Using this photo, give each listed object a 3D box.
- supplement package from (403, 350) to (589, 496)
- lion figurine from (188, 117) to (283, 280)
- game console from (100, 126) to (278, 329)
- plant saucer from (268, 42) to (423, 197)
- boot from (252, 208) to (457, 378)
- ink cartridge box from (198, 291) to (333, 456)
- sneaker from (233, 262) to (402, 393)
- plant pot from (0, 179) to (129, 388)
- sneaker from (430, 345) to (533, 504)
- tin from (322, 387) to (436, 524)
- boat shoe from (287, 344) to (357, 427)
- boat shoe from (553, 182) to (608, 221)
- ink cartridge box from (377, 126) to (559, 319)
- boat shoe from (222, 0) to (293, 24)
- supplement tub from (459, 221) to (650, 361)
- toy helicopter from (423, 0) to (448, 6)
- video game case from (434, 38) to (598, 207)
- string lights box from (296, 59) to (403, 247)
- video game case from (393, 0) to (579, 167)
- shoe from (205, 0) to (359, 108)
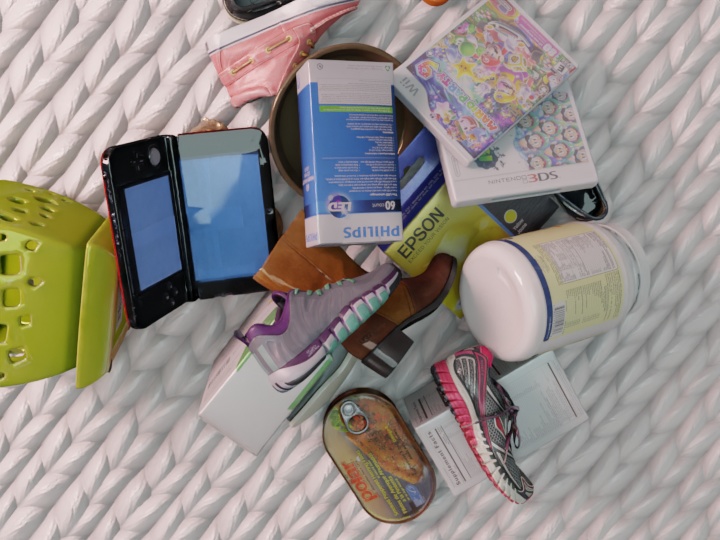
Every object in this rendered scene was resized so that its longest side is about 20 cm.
[{"bbox_3d":[0.172,0.181,0.988,0.199,0.110,0.114,-30,101,1],"label":"supplement package"},{"bbox_3d":[-0.157,-0.084,0.942,0.200,0.072,0.123,44,81,-25],"label":"lion figurine"},{"bbox_3d":[-0.183,-0.051,0.849,0.118,0.172,0.202,1,107,19],"label":"game console"},{"bbox_3d":[-0.018,-0.176,0.921,0.198,0.029,0.202,-8,115,-17],"label":"plant saucer"},{"bbox_3d":[0.000,0.000,0.901,0.200,0.069,0.189,39,70,1],"label":"boot"},{"bbox_3d":[-0.112,0.107,0.908,0.087,0.200,0.146,37,95,-13],"label":"ink cartridge box"},{"bbox_3d":[-0.038,0.034,0.790,0.088,0.074,0.200,48,55,0],"label":"sneaker"},{"bbox_3d":[-0.363,0.018,0.871,0.180,0.199,0.202,9,106,-10],"label":"plant pot"},{"bbox_3d":[0.159,0.186,0.891,0.074,0.081,0.201,-28,101,-1],"label":"sneaker"},{"bbox_3d":[0.024,0.253,1.028,0.112,0.042,0.201,-31,101,-2],"label":"tin"},{"bbox_3d":[-0.043,0.115,0.990,0.062,0.073,0.201,38,97,14],"label":"boat shoe"},{"bbox_3d":[0.245,-0.143,0.958,0.075,0.062,0.201,-36,101,3],"label":"boat shoe"},{"bbox_3d":[0.121,-0.074,0.959,0.200,0.047,0.198,38,96,-21],"label":"ink cartridge box"},{"bbox_3d":[-0.078,-0.363,0.890,0.198,0.066,0.075,-27,100,1],"label":"boat shoe"},{"bbox_3d":[0.238,0.020,0.922,0.199,0.145,0.146,-13,102,-27],"label":"supplement tub"},{"bbox_3d":[0.137,-0.420,0.905,0.199,0.079,0.133,-28,93,-10],"label":"toy helicopter"},{"bbox_3d":[0.177,-0.183,0.913,0.181,0.024,0.202,-9,73,-8],"label":"video game case"},{"bbox_3d":[-0.013,-0.129,0.849,0.102,0.059,0.202,-3,90,-19],"label":"string lights box"},{"bbox_3d":[0.148,-0.235,0.903,0.200,0.018,0.143,-41,83,-16],"label":"video game case"},{"bbox_3d":[-0.081,-0.269,0.909,0.199,0.072,0.092,-21,103,5],"label":"shoe"}]
